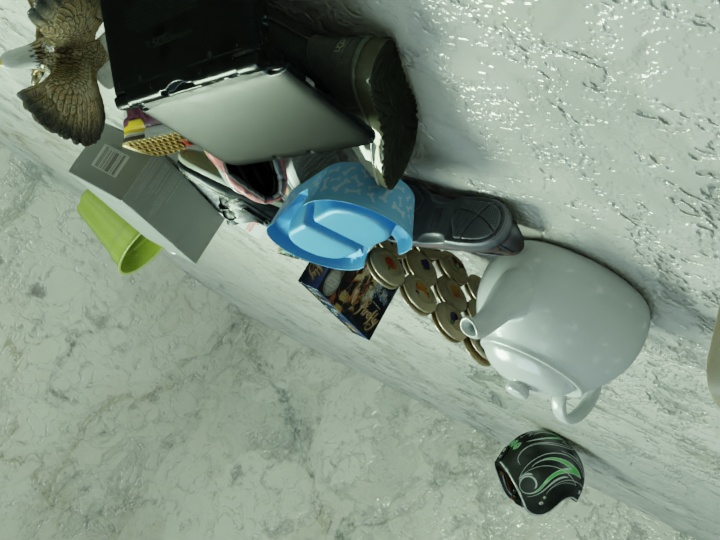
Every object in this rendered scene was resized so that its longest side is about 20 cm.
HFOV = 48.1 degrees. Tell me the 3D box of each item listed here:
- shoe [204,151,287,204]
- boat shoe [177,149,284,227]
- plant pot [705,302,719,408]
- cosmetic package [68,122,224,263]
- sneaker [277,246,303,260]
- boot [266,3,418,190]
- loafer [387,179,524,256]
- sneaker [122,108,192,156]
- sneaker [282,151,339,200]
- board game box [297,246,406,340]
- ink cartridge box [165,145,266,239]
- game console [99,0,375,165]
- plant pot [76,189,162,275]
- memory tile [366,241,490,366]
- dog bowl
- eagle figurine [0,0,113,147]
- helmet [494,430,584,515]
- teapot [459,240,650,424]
[{"bbox_3d":[-0.137,-0.156,0.790,0.200,0.071,0.091,61,167,-26],"label":"shoe"},{"bbox_3d":[-0.135,-0.080,0.964,0.199,0.066,0.075,19,-155,-34],"label":"boat shoe"},{"bbox_3d":[0.273,0.001,0.304,0.177,0.200,0.200,-1,149,46],"label":"plant pot"},{"bbox_3d":[-0.278,-0.097,1.073,0.107,0.090,0.200,26,170,24],"label":"cosmetic package"},{"bbox_3d":[-0.034,-0.055,1.109,0.077,0.087,0.200,17,-172,22],"label":"sneaker"},{"bbox_3d":[-0.055,-0.160,0.691,0.200,0.073,0.182,18,151,22],"label":"boot"},{"bbox_3d":[0.081,-0.047,0.853,0.200,0.072,0.063,15,166,43],"label":"loafer"},{"bbox_3d":[-0.190,-0.189,0.913,0.199,0.090,0.075,-5,172,24],"label":"sneaker"},{"bbox_3d":[-0.065,-0.114,0.900,0.079,0.079,0.200,19,167,22],"label":"sneaker"},{"bbox_3d":[0.000,0.000,1.089,0.035,0.136,0.200,24,168,28],"label":"board game box"},{"bbox_3d":[-0.194,-0.138,1.105,0.200,0.084,0.145,33,167,-8],"label":"ink cartridge box"},{"bbox_3d":[-0.102,-0.174,0.637,0.200,0.176,0.116,-1,-171,45],"label":"game console"},{"bbox_3d":[-0.577,-0.125,1.960,0.190,0.200,0.200,42,170,7],"label":"plant pot"},{"bbox_3d":[0.089,0.012,0.935,0.200,0.153,0.017,39,123,-18],"label":"memory tile"},{"bbox_3d":[-0.018,-0.053,0.812,0.111,0.050,0.200,25,159,-21],"label":"dog bowl"},{"bbox_3d":[-0.310,-0.225,0.845,0.200,0.151,0.152,28,161,51],"label":"eagle figurine"},{"bbox_3d":[0.446,0.490,1.972,0.200,0.190,0.200,62,171,18],"label":"helmet"},{"bbox_3d":[0.202,0.073,0.866,0.200,0.146,0.197,29,169,3],"label":"teapot"}]
